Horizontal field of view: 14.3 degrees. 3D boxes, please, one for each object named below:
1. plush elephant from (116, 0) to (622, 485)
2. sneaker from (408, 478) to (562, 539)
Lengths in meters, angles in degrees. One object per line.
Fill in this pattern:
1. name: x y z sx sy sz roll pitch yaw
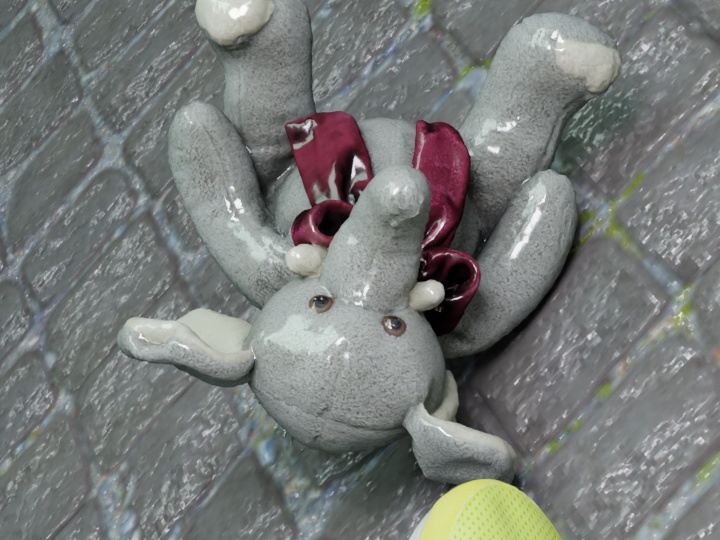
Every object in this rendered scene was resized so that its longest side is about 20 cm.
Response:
1. plush elephant: 0.000 0.000 1.063 0.155 0.164 0.201 -94 19 -70
2. sneaker: 0.071 0.128 0.870 0.090 0.078 0.200 -55 34 29
